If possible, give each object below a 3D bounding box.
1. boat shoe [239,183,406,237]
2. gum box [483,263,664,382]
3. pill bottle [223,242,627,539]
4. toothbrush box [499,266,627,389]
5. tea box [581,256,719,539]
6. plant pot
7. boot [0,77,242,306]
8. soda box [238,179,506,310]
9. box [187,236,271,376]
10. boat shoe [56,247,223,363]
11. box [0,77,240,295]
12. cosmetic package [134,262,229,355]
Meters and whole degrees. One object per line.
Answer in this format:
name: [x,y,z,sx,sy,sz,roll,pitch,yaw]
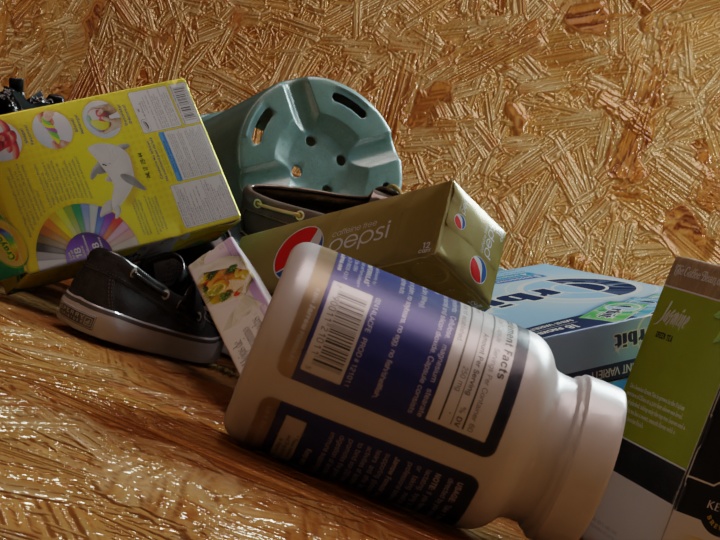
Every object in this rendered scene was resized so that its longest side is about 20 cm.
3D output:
boat shoe: [0.007,-0.033,1.362,0.199,0.060,0.072,3,23,8]
gum box: [0.130,0.038,1.273,0.169,0.045,0.200,-9,13,-33]
pill bottle: [0.036,0.072,0.977,0.199,0.116,0.116,23,1,-3]
toothbrush box: [0.118,0.076,1.457,0.199,0.086,0.146,23,-31,-14]
tea box: [0.272,0.119,1.132,0.199,0.197,0.134,22,1,-15]
plant pot: [-0.073,-0.064,1.520,0.200,0.201,0.196,21,-21,-20]
boot: [-0.190,-0.057,1.325,0.162,0.073,0.198,18,25,-49]
soda box: [0.000,0.000,1.257,0.200,0.064,0.068,-14,-43,38]
box: [-0.069,0.036,1.154,0.041,0.039,0.200,55,0,-27]
boat shoe: [-0.141,0.019,1.241,0.070,0.066,0.200,23,1,24]
box: [-0.192,-0.057,1.243,0.200,0.118,0.048,-15,-12,-37]
cosmetic package: [-0.106,0.020,1.418,0.199,0.083,0.051,23,2,18]
